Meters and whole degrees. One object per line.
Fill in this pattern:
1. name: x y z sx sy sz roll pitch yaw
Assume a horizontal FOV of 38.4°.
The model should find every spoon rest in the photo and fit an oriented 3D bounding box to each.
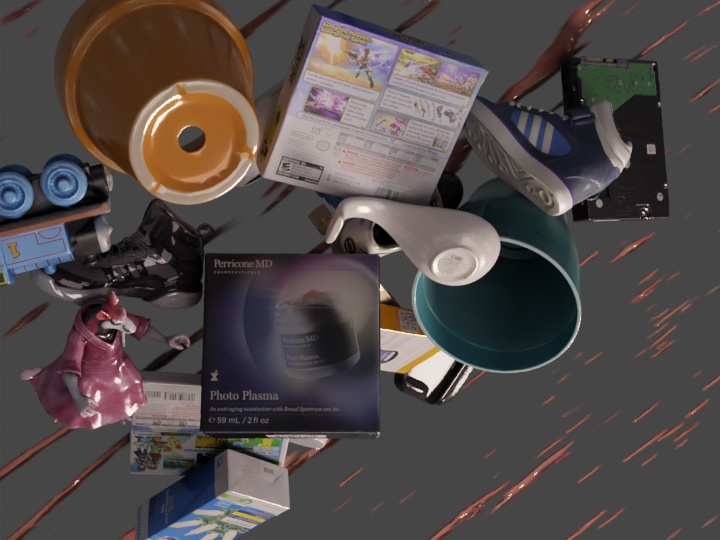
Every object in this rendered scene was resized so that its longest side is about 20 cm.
1. spoon rest: 0.059 -0.038 1.124 0.198 0.061 0.100 16 131 -18

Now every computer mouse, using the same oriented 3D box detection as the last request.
1. computer mouse: -0.081 -0.165 1.128 0.200 0.044 0.110 -41 100 3

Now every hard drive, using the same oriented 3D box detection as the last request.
1. hard drive: 0.319 -0.163 1.293 0.138 0.038 0.203 -4 89 -29

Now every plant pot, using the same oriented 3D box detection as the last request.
1. plant pot: 0.178 -0.014 1.264 0.198 0.189 0.202 9 130 11
2. plant pot: -0.183 -0.162 1.007 0.198 0.184 0.202 -13 125 -19

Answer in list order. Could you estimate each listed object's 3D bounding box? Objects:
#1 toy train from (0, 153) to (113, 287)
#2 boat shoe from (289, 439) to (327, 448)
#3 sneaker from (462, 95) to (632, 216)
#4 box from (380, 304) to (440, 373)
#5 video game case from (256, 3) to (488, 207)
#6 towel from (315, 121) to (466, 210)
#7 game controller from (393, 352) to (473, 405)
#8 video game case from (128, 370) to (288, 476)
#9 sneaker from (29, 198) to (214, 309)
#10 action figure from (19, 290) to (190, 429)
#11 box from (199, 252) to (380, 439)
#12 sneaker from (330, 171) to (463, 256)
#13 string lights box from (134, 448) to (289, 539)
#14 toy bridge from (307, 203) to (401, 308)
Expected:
1. toy train: -0.344 -0.047 1.046 0.198 0.087 0.116 -14 106 -12
2. boat shoe: -0.127 0.174 1.338 0.199 0.068 0.057 26 62 -25
3. sneaker: 0.226 -0.167 1.226 0.146 0.200 0.081 -35 152 -14
4. box: 0.008 0.084 1.323 0.198 0.042 0.119 14 148 -32
5. video game case: 0.011 -0.164 1.099 0.198 0.046 0.183 13 117 -24
6. towel: 0.024 -0.163 1.201 0.199 0.049 0.112 -31 128 -5
7. game controller: 0.129 0.099 1.439 0.104 0.042 0.201 26 106 -22
8. video game case: -0.186 0.196 1.285 0.197 0.022 0.184 4 133 -11
9. sneaker: -0.257 -0.023 1.135 0.198 0.075 0.115 6 114 -34
10. action figure: -0.282 0.084 1.126 0.133 0.149 0.201 -26 149 -37
11. box: -0.077 0.087 1.167 0.197 0.201 0.123 0 168 -1
12. sneaker: 0.065 -0.063 1.234 0.199 0.088 0.075 -32 103 -30
13. string lights box: -0.194 0.307 1.337 0.102 0.059 0.199 26 132 -37
14. toy bridge: 0.000 0.000 1.283 0.027 0.067 0.200 -37 130 0
